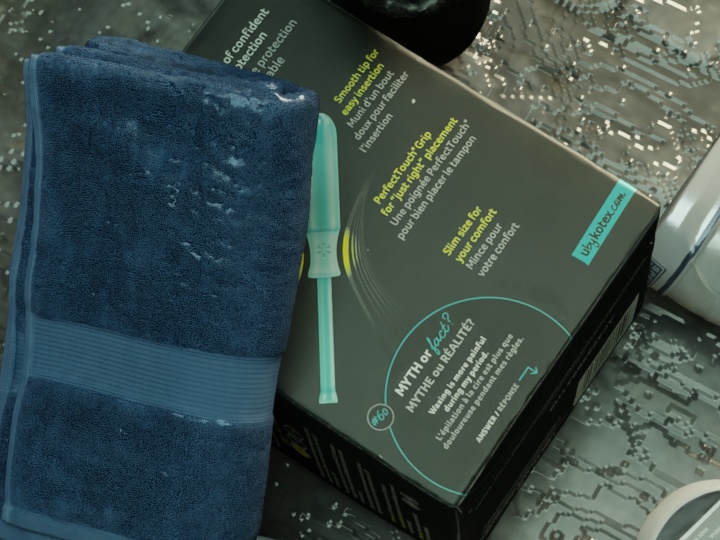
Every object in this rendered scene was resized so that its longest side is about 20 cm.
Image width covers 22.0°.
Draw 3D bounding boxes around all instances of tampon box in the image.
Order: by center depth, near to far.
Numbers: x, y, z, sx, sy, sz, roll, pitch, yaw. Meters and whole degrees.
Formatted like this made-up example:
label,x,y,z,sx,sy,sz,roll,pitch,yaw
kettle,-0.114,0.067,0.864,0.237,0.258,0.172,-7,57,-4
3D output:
label,x,y,z,sx,sy,sz,roll,pitch,yaw
tampon box,0.000,0.000,0.773,0.200,0.126,0.150,33,76,15

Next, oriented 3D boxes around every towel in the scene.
label,x,y,z,sx,sy,sz,roll,pitch,yaw
towel,-0.080,0.020,0.683,0.111,0.049,0.201,13,101,19

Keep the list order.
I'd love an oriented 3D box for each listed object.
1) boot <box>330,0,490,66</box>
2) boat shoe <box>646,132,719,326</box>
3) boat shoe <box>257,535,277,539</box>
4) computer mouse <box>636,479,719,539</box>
label,x,y,z,sx,sy,sz,roll,pitch,yaw
boot,0.022,-0.141,0.763,0.079,0.211,0.158,-22,40,-1
boat shoe,0.199,-0.060,0.822,0.065,0.074,0.200,36,82,6
boat shoe,-0.137,0.138,0.764,0.201,0.075,0.086,9,78,-1
computer mouse,0.191,0.167,0.744,0.110,0.044,0.200,-40,76,-10
